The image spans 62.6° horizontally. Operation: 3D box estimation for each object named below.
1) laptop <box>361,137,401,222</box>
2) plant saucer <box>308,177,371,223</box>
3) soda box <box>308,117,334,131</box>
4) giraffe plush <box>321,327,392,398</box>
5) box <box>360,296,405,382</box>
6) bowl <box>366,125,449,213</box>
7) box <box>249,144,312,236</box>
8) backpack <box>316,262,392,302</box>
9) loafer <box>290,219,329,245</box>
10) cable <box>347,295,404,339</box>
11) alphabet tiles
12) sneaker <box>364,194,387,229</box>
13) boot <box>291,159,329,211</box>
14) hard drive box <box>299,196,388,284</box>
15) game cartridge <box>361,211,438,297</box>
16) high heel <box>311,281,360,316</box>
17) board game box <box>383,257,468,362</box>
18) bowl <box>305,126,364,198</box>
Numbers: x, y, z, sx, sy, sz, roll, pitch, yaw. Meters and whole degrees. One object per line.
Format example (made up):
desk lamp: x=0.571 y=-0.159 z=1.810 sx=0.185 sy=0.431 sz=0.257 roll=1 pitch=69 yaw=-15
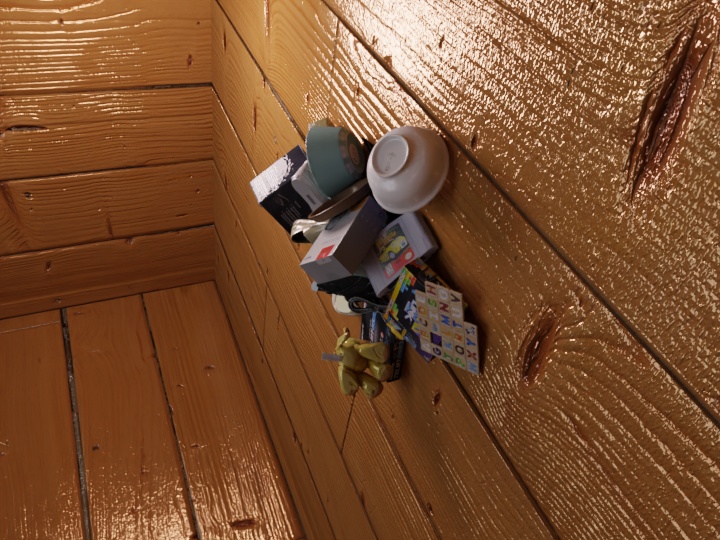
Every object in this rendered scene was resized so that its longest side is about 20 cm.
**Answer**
laptop: x=0.056 y=-0.201 z=1.479 sx=0.201 sy=0.102 sz=0.179 roll=111 pitch=142 yaw=-50
plant saucer: x=-0.047 y=-0.180 z=1.536 sx=0.030 sy=0.199 sz=0.199 roll=58 pitch=160 yaw=-12
soda box: x=-0.106 y=-0.347 z=1.756 sx=0.064 sy=0.067 sz=0.203 roll=35 pitch=-136 yaw=-58
giraffe plush: x=-0.013 y=0.246 z=1.665 sx=0.175 sy=0.198 sz=0.162 roll=-64 pitch=5 yaw=6
box: x=0.061 y=0.181 z=1.700 sx=0.199 sy=0.049 sz=0.203 roll=49 pitch=142 yaw=48
bowl: x=0.085 y=-0.234 z=1.285 sx=0.198 sy=0.090 sz=0.205 roll=-11 pitch=69 yaw=32
box: x=-0.202 y=-0.245 z=1.847 sx=0.197 sy=0.199 sz=0.118 roll=47 pitch=-171 yaw=-50
backpack: x=0.000 y=0.000 z=1.607 sx=0.199 sy=0.174 sz=0.156 roll=-6 pitch=63 yaw=56
loafer: x=-0.120 y=-0.104 z=1.677 sx=0.198 sy=0.069 sz=0.076 roll=-2 pitch=142 yaw=39
cable: x=0.061 y=0.108 z=1.546 sx=0.050 sy=0.197 sz=0.098 roll=-52 pitch=-16 yaw=-64
alphabet tiles: x=0.189 y=0.123 z=1.303 sx=0.166 sy=0.008 sz=0.203 roll=21 pitch=132 yaw=42
sneaker: x=0.022 y=-0.157 z=1.620 sx=0.095 sy=0.070 sz=0.200 roll=65 pitch=169 yaw=-17
boot: x=-0.106 y=-0.216 z=1.665 sx=0.073 sy=0.096 sz=0.201 roll=-5 pitch=133 yaw=43
hard drive box: x=-0.041 y=-0.074 z=1.482 sx=0.077 sy=0.201 sz=0.155 roll=44 pitch=147 yaw=-22
game cartridge: x=0.087 y=-0.046 z=1.435 sx=0.200 sy=0.041 sz=0.134 roll=-42 pitch=52 yaw=25
high heel: x=-0.041 y=0.083 z=1.827 sx=0.199 sy=0.142 sz=0.072 roll=31 pitch=105 yaw=29
board game box: x=0.147 y=0.096 z=1.391 sx=0.165 sy=0.056 sz=0.201 roll=45 pitch=144 yaw=22
bowl: x=-0.057 y=-0.312 z=1.629 sx=0.103 sy=0.200 sz=0.205 roll=-14 pitch=86 yaw=24
